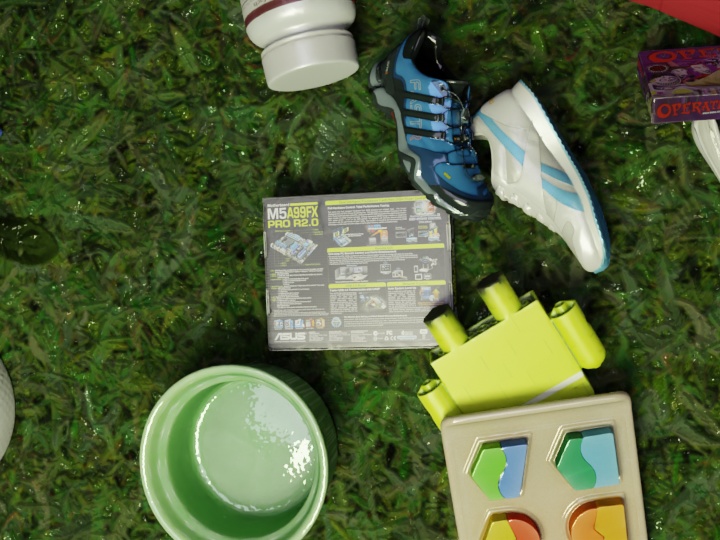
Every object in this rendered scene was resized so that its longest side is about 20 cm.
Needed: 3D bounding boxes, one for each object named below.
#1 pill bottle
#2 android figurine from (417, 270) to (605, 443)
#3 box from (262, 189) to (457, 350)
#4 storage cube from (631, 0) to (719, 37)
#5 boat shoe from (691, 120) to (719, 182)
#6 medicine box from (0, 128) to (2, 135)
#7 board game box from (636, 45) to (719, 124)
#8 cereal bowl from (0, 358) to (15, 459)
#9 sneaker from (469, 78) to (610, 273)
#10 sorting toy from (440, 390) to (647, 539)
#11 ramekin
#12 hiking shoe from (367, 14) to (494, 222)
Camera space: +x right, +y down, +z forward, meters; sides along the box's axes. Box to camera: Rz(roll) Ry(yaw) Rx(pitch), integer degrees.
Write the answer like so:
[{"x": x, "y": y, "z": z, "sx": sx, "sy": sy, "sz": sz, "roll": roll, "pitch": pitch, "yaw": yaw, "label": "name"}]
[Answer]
[{"x": -0.068, "y": -0.292, "z": 0.876, "sx": 0.113, "sy": 0.114, "sz": 0.202, "roll": -12, "pitch": 90, "yaw": 12, "label": "pill bottle"}, {"x": 0.151, "y": 0.106, "z": 0.859, "sx": 0.181, "sy": 0.041, "sz": 0.201, "roll": -30, "pitch": 103, "yaw": 10, "label": "android figurine"}, {"x": 0.000, "y": 0.000, "z": 0.909, "sx": 0.198, "sy": 0.044, "sz": 0.162, "roll": -3, "pitch": 91, "yaw": 11, "label": "box"}, {"x": 0.300, "y": -0.326, "z": 0.762, "sx": 0.170, "sy": 0.180, "sz": 0.202, "roll": 25, "pitch": 97, "yaw": 13, "label": "storage cube"}, {"x": 0.383, "y": -0.077, "z": 0.816, "sx": 0.072, "sy": 0.066, "sz": 0.201, "roll": -29, "pitch": 86, "yaw": 11, "label": "boat shoe"}, {"x": -0.544, "y": -0.135, "z": 0.986, "sx": 0.182, "sy": 0.103, "sz": 0.201, "roll": 37, "pitch": 99, "yaw": 8, "label": "medicine box"}, {"x": 0.360, "y": -0.175, "z": 0.793, "sx": 0.198, "sy": 0.120, "sz": 0.033, "roll": -2, "pitch": 119, "yaw": 11, "label": "board game box"}, {"x": -0.503, "y": 0.162, "z": 0.999, "sx": 0.198, "sy": 0.083, "sz": 0.203, "roll": 1, "pitch": 93, "yaw": 11, "label": "cereal bowl"}, {"x": 0.179, "y": -0.082, "z": 0.859, "sx": 0.080, "sy": 0.076, "sz": 0.201, "roll": -31, "pitch": 79, "yaw": 18, "label": "sneaker"}, {"x": 0.182, "y": 0.222, "z": 0.850, "sx": 0.183, "sy": 0.037, "sz": 0.202, "roll": -9, "pitch": 106, "yaw": 6, "label": "sorting toy"}, {"x": -0.119, "y": 0.192, "z": 0.912, "sx": 0.198, "sy": 0.098, "sz": 0.202, "roll": 0, "pitch": 92, "yaw": 12, "label": "ramekin"}, {"x": 0.076, "y": -0.142, "z": 0.842, "sx": 0.087, "sy": 0.074, "sz": 0.201, "roll": -44, "pitch": 67, "yaw": 42, "label": "hiking shoe"}]
